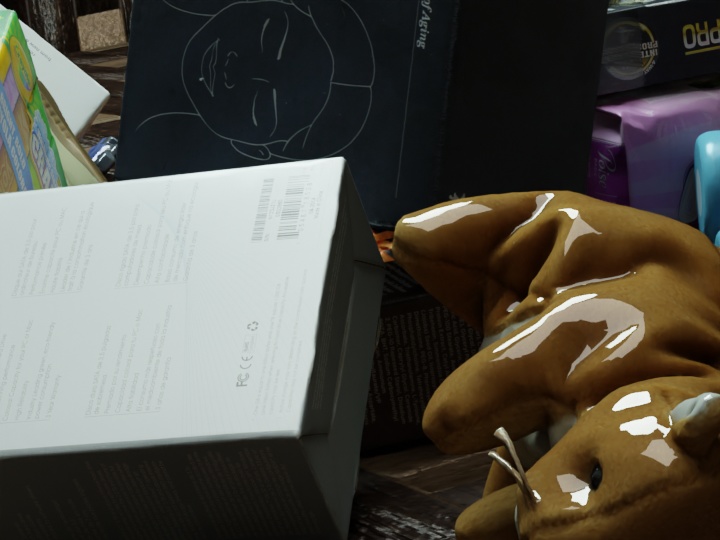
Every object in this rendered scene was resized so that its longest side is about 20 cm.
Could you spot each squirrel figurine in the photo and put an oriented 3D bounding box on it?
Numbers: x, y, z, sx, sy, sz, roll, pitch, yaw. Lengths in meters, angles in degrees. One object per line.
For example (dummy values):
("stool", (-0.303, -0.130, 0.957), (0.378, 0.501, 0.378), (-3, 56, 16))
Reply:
("squirrel figurine", (0.122, 0.050, 0.941), (0.199, 0.142, 0.187), (-12, 17, -5))

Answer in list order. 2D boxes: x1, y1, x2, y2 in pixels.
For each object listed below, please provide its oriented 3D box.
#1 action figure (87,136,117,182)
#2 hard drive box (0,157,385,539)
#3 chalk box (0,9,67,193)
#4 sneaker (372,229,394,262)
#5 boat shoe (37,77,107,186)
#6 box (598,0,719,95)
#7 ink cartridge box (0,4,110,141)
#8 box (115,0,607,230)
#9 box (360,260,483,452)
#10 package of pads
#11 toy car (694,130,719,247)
("action figure", (-0.161, 0.012, 1.562), (0.193, 0.105, 0.200), (-5, 39, 52))
("hard drive box", (-0.100, 0.040, 1.113), (0.199, 0.077, 0.156), (-4, 47, 16))
("chalk box", (-0.228, -0.052, 1.349), (0.124, 0.124, 0.200), (-8, 33, 8))
("sneaker", (0.000, 0.000, 1.343), (0.199, 0.113, 0.077), (-14, 12, -29))
("boat shoe", (-0.197, -0.073, 1.466), (0.064, 0.200, 0.071), (-36, -19, 0))
("box", (0.162, -0.138, 1.460), (0.160, 0.049, 0.200), (-9, 10, -17))
("ink cartridge box", (-0.266, -0.052, 1.547), (0.200, 0.125, 0.129), (-54, 6, -25))
("box", (0.003, -0.124, 1.232), (0.196, 0.201, 0.124), (11, 6, 39))
("box", (-0.004, 0.042, 1.243), (0.199, 0.075, 0.100), (-12, 11, -11))
("package of pads", (0.204, -0.049, 1.421), (0.199, 0.121, 0.076), (-14, 17, -28))
("toy car", (0.257, -0.082, 1.253), (0.183, 0.201, 0.177), (-4, 32, 2))
